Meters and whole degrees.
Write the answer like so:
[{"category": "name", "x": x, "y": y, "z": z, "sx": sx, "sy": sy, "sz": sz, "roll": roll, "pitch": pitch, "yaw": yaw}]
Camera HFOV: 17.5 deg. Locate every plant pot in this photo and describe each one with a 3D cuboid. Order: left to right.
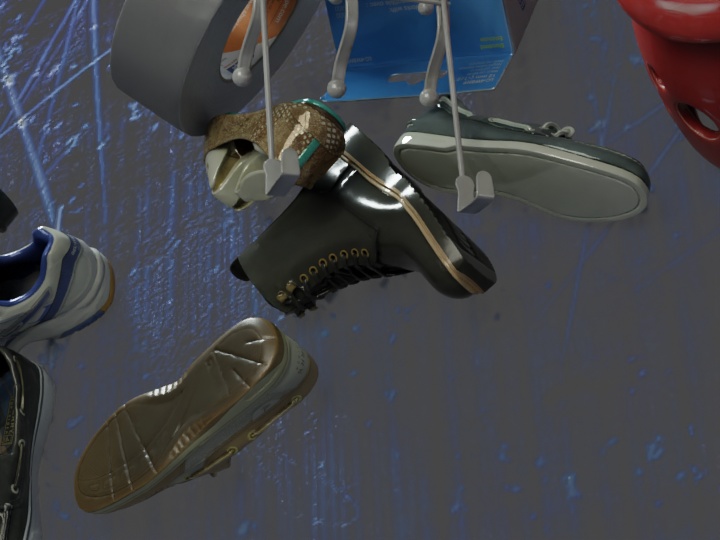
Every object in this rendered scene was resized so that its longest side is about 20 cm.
[{"category": "plant pot", "x": 0.262, "y": -0.185, "z": 1.492, "sx": 0.200, "sy": 0.183, "sz": 0.201, "roll": -17, "pitch": 51, "yaw": 22}]

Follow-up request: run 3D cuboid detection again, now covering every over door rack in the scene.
[{"category": "over door rack", "x": -0.005, "y": -0.117, "z": 1.549, "sx": 0.147, "sy": 0.067, "sz": 0.201, "roll": 4, "pitch": 52, "yaw": -19}]

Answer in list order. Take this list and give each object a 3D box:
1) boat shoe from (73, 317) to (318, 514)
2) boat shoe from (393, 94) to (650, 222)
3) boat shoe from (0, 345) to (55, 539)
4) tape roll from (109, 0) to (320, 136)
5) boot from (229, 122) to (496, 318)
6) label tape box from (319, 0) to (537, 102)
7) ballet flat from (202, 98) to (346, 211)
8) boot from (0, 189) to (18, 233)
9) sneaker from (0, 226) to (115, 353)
[{"category": "boat shoe", "x": -0.111, "y": 0.111, "z": 1.601, "sx": 0.200, "sy": 0.066, "sz": 0.074, "roll": -35, "pitch": 48, "yaw": 25}, {"category": "boat shoe", "x": 0.115, "y": -0.083, "z": 1.585, "sx": 0.199, "sy": 0.073, "sz": 0.062, "roll": 11, "pitch": 58, "yaw": 38}, {"category": "boat shoe", "x": -0.265, "y": 0.147, "z": 1.677, "sx": 0.068, "sy": 0.057, "sz": 0.201, "roll": -13, "pitch": 54, "yaw": 24}, {"category": "tape roll", "x": -0.095, "y": -0.198, "z": 1.701, "sx": 0.066, "sy": 0.200, "sz": 0.201, "roll": 35, "pitch": 81, "yaw": 13}, {"category": "boot", "x": 0.000, "y": 0.000, "z": 1.610, "sx": 0.138, "sy": 0.077, "sz": 0.200, "roll": -46, "pitch": 35, "yaw": 3}, {"category": "label tape box", "x": 0.055, "y": -0.211, "z": 1.682, "sx": 0.143, "sy": 0.066, "sz": 0.200, "roll": -2, "pitch": 43, "yaw": 30}, {"category": "ballet flat", "x": -0.076, "y": -0.077, "z": 1.655, "sx": 0.065, "sy": 0.070, "sz": 0.200, "roll": -56, "pitch": 14, "yaw": -18}, {"category": "boot", "x": -0.378, "y": -0.020, "z": 1.825, "sx": 0.200, "sy": 0.077, "sz": 0.168, "roll": 24, "pitch": 66, "yaw": 43}, {"category": "sneaker", "x": -0.283, "y": 0.032, "z": 1.745, "sx": 0.200, "sy": 0.088, "sz": 0.075, "roll": -35, "pitch": 50, "yaw": 9}]
